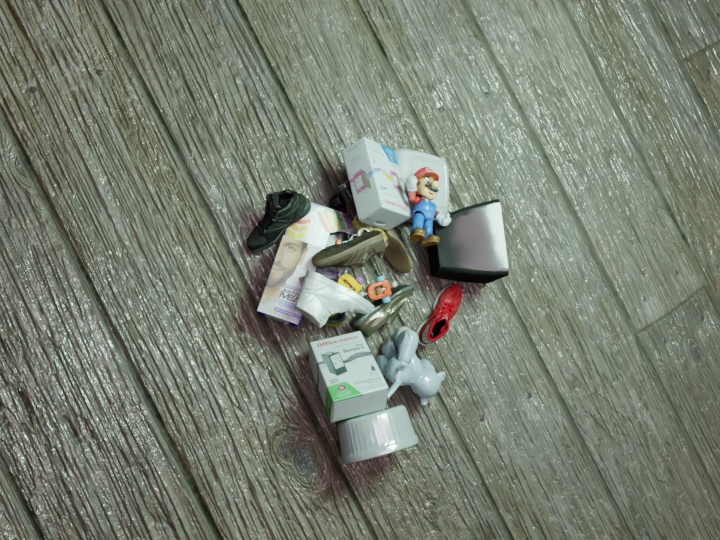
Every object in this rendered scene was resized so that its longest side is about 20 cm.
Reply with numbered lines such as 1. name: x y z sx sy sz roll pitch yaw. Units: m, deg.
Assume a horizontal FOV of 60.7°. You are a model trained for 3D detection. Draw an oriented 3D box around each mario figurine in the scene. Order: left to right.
1. mario figurine: 0.172 -0.173 1.556 0.104 0.124 0.203 -3 70 14

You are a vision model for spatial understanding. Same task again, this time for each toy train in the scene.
1. toy train: 0.000 0.000 1.594 0.148 0.056 0.203 -21 93 -14

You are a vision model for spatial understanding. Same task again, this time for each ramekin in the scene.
1. ramekin: 0.038 0.403 1.524 0.198 0.200 0.099 -11 78 -17

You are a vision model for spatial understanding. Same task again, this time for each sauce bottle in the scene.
1. sauce bottle: 0.003 -0.139 1.608 0.066 0.066 0.201 -36 102 -17

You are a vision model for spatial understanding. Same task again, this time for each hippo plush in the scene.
1. hippo plush: 0.145 0.248 1.587 0.159 0.200 0.161 27 97 -18

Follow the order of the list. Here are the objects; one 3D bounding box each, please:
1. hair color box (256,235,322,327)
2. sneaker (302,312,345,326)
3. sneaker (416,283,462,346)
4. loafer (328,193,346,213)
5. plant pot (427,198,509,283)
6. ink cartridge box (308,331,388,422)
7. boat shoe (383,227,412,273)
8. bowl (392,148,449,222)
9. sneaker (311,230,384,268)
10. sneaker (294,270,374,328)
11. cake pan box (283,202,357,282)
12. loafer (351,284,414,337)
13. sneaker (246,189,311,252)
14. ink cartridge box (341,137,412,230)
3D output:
1. hair color box: -0.173 0.027 1.527 0.108 0.065 0.203 17 77 0
2. sneaker: -0.126 0.094 1.579 0.197 0.081 0.075 11 79 -14
3. sneaker: 0.234 0.118 1.659 0.078 0.115 0.201 34 75 -8
4. loafer: 0.012 -0.202 1.670 0.198 0.063 0.073 -18 86 -19
5. plant pot: 0.279 -0.069 1.669 0.175 0.200 0.203 -4 83 -5
6. ink cartridge box: -0.035 0.258 1.521 0.144 0.085 0.201 -11 42 -18
7. boat shoe: 0.085 -0.087 1.674 0.201 0.072 0.065 53 40 -4
8. bowl: 0.168 -0.236 1.691 0.197 0.074 0.203 7 79 -31
9. sneaker: -0.023 -0.032 1.519 0.198 0.070 0.077 -22 115 -19
10. sneaker: -0.067 0.093 1.497 0.198 0.073 0.117 27 78 -22
11. cake pan box: -0.108 -0.075 1.627 0.197 0.052 0.187 18 80 -13
12. loafer: 0.067 0.108 1.644 0.199 0.075 0.070 -34 103 -13
13. sneaker: -0.227 -0.132 1.544 0.199 0.114 0.077 -37 61 11
14. ink cartridge box: 0.044 -0.220 1.581 0.144 0.084 0.203 9 63 -53
